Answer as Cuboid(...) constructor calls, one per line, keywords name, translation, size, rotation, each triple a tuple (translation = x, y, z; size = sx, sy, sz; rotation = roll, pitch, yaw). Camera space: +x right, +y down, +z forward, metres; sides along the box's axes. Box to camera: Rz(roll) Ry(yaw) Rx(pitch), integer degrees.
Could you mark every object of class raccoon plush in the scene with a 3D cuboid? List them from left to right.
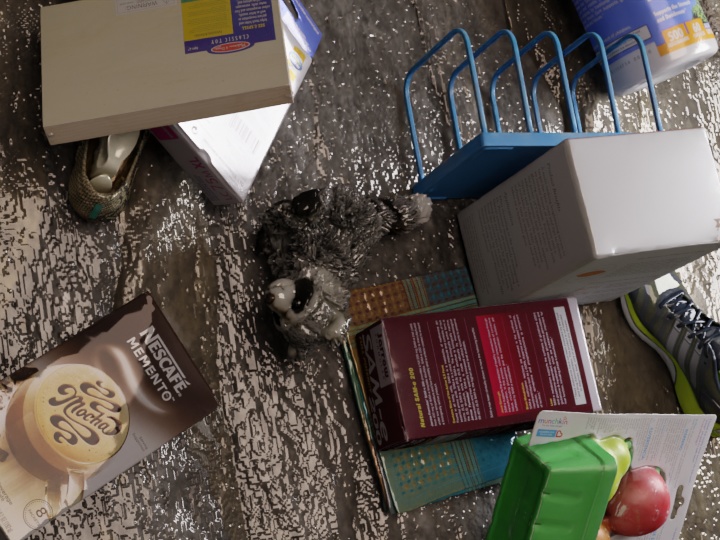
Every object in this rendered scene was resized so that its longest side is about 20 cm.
Cuboid(name="raccoon plush", translation=(0.000, 0.000, 1.363), size=(0.200, 0.097, 0.134), rotation=(-10, 75, -25))

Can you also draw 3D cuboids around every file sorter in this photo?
Cuboid(name="file sorter", translation=(0.158, -0.145, 1.461), size=(0.200, 0.139, 0.123), rotation=(-2, 75, -25))

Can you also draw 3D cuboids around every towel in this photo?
Cuboid(name="towel", translation=(0.060, 0.104, 1.416), size=(0.146, 0.022, 0.200), rotation=(-11, 80, -28))

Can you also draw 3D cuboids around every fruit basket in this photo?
Cuboid(name="fruit basket", translation=(0.210, 0.206, 1.403), size=(0.200, 0.094, 0.186), rotation=(1, 111, -36))

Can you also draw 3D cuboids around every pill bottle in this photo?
Cuboid(name="pill bottle", translation=(0.261, -0.282, 1.557), size=(0.112, 0.112, 0.200), rotation=(-22, 87, -28))

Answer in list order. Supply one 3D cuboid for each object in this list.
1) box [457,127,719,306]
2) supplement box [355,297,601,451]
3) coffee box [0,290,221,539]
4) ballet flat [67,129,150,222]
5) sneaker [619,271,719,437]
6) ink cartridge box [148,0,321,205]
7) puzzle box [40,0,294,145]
Cuboid(name="box", translation=(0.205, -0.040, 1.416), size=(0.152, 0.200, 0.107), rotation=(-6, 76, -27))
Cuboid(name="supplement box", translation=(0.104, 0.090, 1.394), size=(0.200, 0.061, 0.109), rotation=(-5, 76, -27))
Cuboid(name="coffee box", translation=(-0.226, 0.118, 1.246), size=(0.200, 0.080, 0.113), rotation=(-34, 91, -28))
Cuboid(name="ballet flat", translation=(-0.195, -0.138, 1.329), size=(0.068, 0.075, 0.200), rotation=(17, 70, -17))
Cuboid(name="sneaker", translation=(0.321, 0.062, 1.511), size=(0.074, 0.081, 0.200), rotation=(-34, 92, -28))
Cuboid(name="ink cartridge box", translation=(-0.107, -0.170, 1.364), size=(0.119, 0.042, 0.200), rotation=(51, 52, -39))
Cuboid(name="puzzle box", translation=(-0.158, -0.174, 1.284), size=(0.199, 0.025, 0.133), rotation=(-9, 54, 1))
